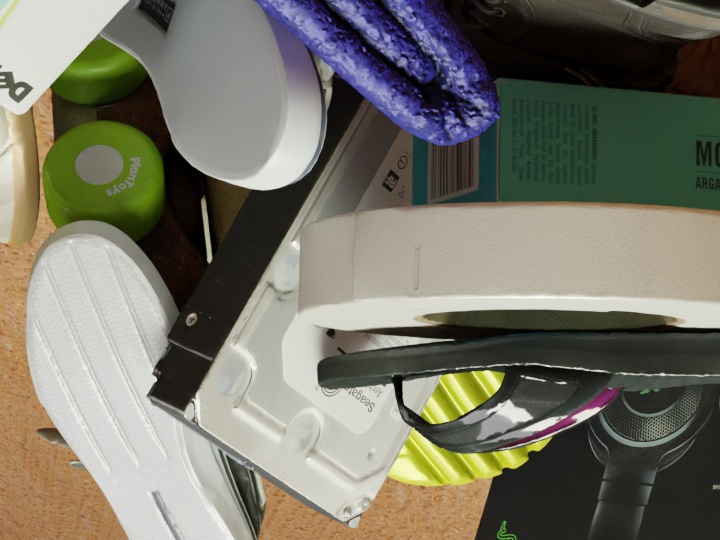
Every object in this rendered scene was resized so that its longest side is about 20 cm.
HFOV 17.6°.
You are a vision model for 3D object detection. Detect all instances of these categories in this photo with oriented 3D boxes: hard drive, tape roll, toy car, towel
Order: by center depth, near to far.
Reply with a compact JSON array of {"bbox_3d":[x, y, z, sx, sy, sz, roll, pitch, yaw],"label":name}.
[{"bbox_3d":[-0.036,-0.128,0.798,0.148,0.050,0.200,38,-173,-36],"label":"towel"},{"bbox_3d":[0.074,0.003,0.912,0.202,0.037,0.203,2,174,0],"label":"tape roll"},{"bbox_3d":[0.000,0.000,1.028,0.038,0.200,0.140,22,168,42],"label":"hard drive"},{"bbox_3d":[-0.047,-0.043,1.114,0.199,0.158,0.164,-6,148,-4],"label":"toy car"}]

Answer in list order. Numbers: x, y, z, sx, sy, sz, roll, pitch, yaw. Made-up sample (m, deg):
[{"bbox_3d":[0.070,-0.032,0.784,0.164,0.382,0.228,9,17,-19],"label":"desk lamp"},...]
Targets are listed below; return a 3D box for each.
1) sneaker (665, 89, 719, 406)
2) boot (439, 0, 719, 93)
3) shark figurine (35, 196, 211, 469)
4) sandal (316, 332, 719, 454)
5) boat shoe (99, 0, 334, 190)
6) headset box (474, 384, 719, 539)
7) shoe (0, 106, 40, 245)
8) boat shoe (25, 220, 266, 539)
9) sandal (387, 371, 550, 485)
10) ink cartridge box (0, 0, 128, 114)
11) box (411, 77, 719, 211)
[{"bbox_3d":[0.158,0.001,1.018,0.199,0.113,0.071,24,161,-16],"label":"sneaker"},{"bbox_3d":[0.053,-0.108,0.880,0.199,0.069,0.174,22,162,-13],"label":"boot"},{"bbox_3d":[-0.113,0.021,1.365,0.128,0.215,0.090,-3,-143,-33],"label":"shark figurine"},{"bbox_3d":[0.075,0.051,0.957,0.200,0.048,0.075,-2,174,17],"label":"sandal"},{"bbox_3d":[-0.042,-0.084,0.950,0.086,0.075,0.202,13,-163,-32],"label":"boat shoe"},{"bbox_3d":[0.163,0.105,1.176,0.174,0.201,0.093,3,157,40],"label":"headset box"},{"bbox_3d":[-0.173,-0.096,1.032,0.053,0.070,0.201,-4,129,-7],"label":"shoe"},{"bbox_3d":[-0.096,0.058,1.049,0.072,0.071,0.201,-9,119,15],"label":"boat shoe"},{"bbox_3d":[0.076,0.037,1.139,0.080,0.200,0.087,67,165,-20],"label":"sandal"},{"bbox_3d":[-0.188,-0.108,0.884,0.076,0.200,0.148,49,-171,38],"label":"ink cartridge box"},{"bbox_3d":[0.126,-0.038,0.928,0.199,0.049,0.082,4,172,-22],"label":"box"}]
